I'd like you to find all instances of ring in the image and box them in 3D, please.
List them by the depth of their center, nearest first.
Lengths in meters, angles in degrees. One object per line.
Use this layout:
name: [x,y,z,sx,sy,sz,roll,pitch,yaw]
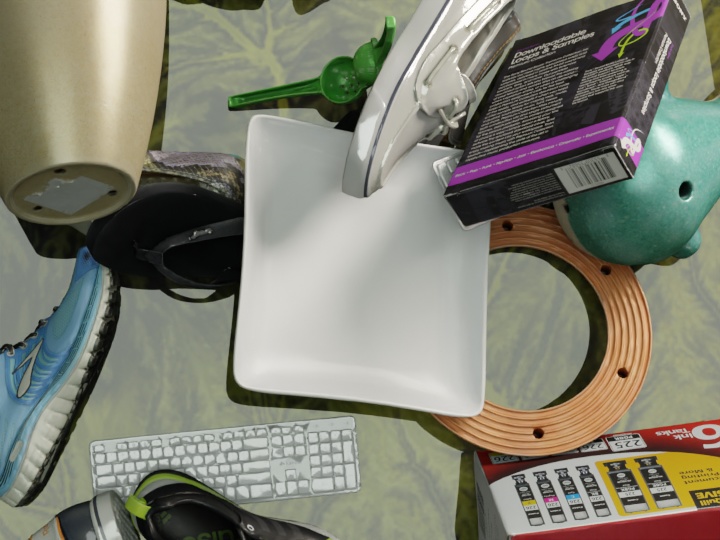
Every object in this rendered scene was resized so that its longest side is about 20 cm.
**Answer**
ring: [0.121,0.045,1.670,0.199,0.019,0.202,2,69,-6]

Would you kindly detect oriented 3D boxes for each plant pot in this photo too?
plant pot: [-0.215,-0.141,1.572,0.186,0.188,0.201,-9,66,-5]

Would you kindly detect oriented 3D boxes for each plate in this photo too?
plate: [0.000,0.000,1.614,0.198,0.032,0.202,8,76,-24]

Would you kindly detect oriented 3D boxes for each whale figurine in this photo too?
whale figurine: [0.239,-0.080,1.657,0.199,0.104,0.160,-23,111,-25]

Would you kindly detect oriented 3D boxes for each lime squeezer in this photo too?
lime squeezer: [-0.012,-0.153,1.642,0.070,0.199,0.038,22,65,-32]

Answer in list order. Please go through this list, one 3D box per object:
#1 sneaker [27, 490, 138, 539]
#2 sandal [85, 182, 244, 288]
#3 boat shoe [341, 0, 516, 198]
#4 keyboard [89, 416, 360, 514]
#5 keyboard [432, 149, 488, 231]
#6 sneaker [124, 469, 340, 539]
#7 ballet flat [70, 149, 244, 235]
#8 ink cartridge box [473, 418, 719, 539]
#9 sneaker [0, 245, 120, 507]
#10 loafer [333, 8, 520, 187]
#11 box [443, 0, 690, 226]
sneaker: [-0.178,0.266,1.620,0.079,0.078,0.201,-21,90,3]
sandal: [-0.101,-0.017,1.626,0.199,0.043,0.076,7,123,-24]
boat shoe: [0.051,-0.131,1.601,0.065,0.072,0.201,24,64,10]
keyboard: [-0.101,0.147,1.662,0.198,0.011,0.057,-5,85,-5]
keyboard: [0.145,-0.087,1.678,0.199,0.011,0.057,-22,89,-28]
sneaker: [-0.083,0.211,1.618,0.199,0.083,0.072,23,95,-10]
ballet flat: [-0.177,-0.056,1.648,0.199,0.072,0.073,2,84,-6]
ink cartridge box: [0.195,0.191,1.599,0.198,0.176,0.084,-7,113,-6]
sneaker: [-0.241,0.068,1.634,0.089,0.078,0.201,25,83,2]
loafer: [0.052,-0.122,1.686,0.200,0.073,0.072,-43,111,-2]
box: [0.153,-0.120,1.609,0.036,0.142,0.201,54,39,-27]
